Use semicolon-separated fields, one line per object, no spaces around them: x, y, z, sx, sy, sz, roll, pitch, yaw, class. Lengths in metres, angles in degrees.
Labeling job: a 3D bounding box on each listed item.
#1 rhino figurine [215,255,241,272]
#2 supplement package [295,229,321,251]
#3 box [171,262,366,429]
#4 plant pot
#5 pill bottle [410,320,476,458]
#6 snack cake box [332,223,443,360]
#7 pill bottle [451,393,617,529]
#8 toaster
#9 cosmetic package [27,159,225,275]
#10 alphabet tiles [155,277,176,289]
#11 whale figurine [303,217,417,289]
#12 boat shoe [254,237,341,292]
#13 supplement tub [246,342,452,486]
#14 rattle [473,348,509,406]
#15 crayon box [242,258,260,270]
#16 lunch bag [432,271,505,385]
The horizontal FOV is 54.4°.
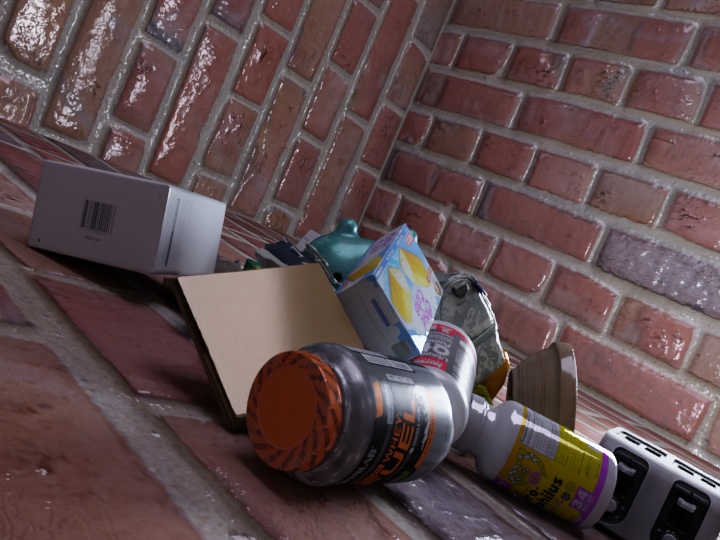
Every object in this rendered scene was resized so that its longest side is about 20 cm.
-0.255;0.004;1.272;0.197;0.061;0.087;24;14;33;rhino figurine
-0.034;0.052;1.223;0.200;0.111;0.155;48;-9;-33;supplement package
-0.086;0.069;0.750;0.197;0.021;0.166;-6;58;-44;box
0.283;0.215;1.126;0.090;0.207;0.201;4;1;7;plant pot
0.084;0.152;0.873;0.108;0.113;0.200;25;24;4;pill bottle
0.043;0.031;0.919;0.116;0.066;0.200;57;24;-10;snack cake box
0.216;0.236;0.893;0.196;0.106;0.104;26;4;4;pill bottle
0.409;0.318;0.978;0.178;0.121;0.199;28;5;29;toaster
-0.330;-0.071;1.025;0.194;0.127;0.200;12;0;11;cosmetic package
-0.202;0.021;1.067;0.191;0.015;0.199;-3;-4;25;alphabet tiles
0.000;0.000;1.040;0.194;0.164;0.104;-14;1;-1;whale figurine
-0.075;0.004;0.937;0.199;0.061;0.076;25;-34;56;boat shoe
-0.007;0.136;0.657;0.121;0.125;0.198;27;5;38;supplement tub
0.194;0.199;1.053;0.131;0.142;0.200;51;3;16;rattle
-0.143;0.049;1.416;0.196;0.059;0.119;25;4;-21;crayon box
0.118;0.083;1.108;0.137;0.172;0.198;-28;17;-27;lunch bag
